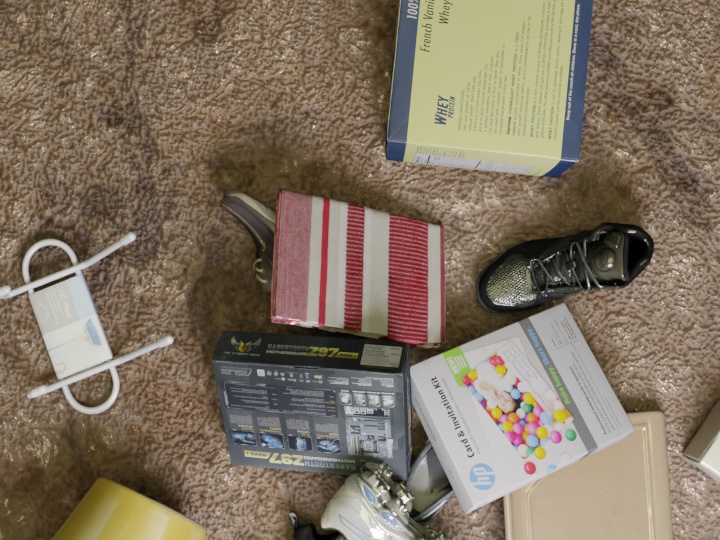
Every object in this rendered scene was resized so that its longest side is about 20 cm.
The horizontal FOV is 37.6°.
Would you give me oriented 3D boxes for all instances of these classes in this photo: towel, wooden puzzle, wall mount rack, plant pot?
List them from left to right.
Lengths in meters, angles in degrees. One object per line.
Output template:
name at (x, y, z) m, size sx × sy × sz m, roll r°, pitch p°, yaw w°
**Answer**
wall mount rack at (-0.296, 0.050, 1.145) m, size 0.171 × 0.075 × 0.203 m, roll -21°, pitch 88°, yaw 0°
plant pot at (-0.255, 0.327, 1.084) m, size 0.198 × 0.201 × 0.191 m, roll 24°, pitch 72°, yaw 2°
towel at (0.000, 0.000, 1.118) m, size 0.197 × 0.023 × 0.147 m, roll 11°, pitch 67°, yaw -22°
wooden puzzle at (0.244, 0.251, 1.140) m, size 0.196 × 0.037 × 0.189 m, roll -3°, pitch 88°, yaw -12°

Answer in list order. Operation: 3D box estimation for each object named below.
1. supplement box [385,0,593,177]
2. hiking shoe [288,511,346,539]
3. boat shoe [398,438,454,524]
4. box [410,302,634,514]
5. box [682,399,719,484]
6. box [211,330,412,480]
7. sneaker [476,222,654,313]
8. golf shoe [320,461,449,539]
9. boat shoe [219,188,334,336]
supplement box at (0.131, -0.214, 1.121) m, size 0.196 × 0.134 × 0.204 m, roll 5°, pitch 87°, yaw 1°
hiking shoe at (0.016, 0.303, 1.128) m, size 0.196 × 0.076 × 0.103 m, roll 0°, pitch 91°, yaw 2°
boat shoe at (0.104, 0.190, 1.139) m, size 0.075 × 0.062 × 0.200 m, roll 44°, pitch 87°, yaw 7°
box at (0.163, 0.140, 1.102) m, size 0.197 × 0.041 × 0.158 m, roll -20°, pitch 69°, yaw -17°
box at (0.453, 0.229, 1.129) m, size 0.199 × 0.068 × 0.083 m, roll 38°, pitch 88°, yaw 3°
box at (-0.046, 0.141, 1.094) m, size 0.196 × 0.051 × 0.160 m, roll 3°, pitch 129°, yaw 10°
sneaker at (0.219, -0.006, 1.123) m, size 0.196 × 0.114 × 0.078 m, roll -13°, pitch 85°, yaw 2°
golf shoe at (0.042, 0.297, 1.079) m, size 0.097 × 0.078 × 0.201 m, roll -41°, pitch 82°, yaw 11°
boat shoe at (-0.083, -0.007, 1.145) m, size 0.199 × 0.075 × 0.074 m, roll 41°, pitch 88°, yaw 4°
